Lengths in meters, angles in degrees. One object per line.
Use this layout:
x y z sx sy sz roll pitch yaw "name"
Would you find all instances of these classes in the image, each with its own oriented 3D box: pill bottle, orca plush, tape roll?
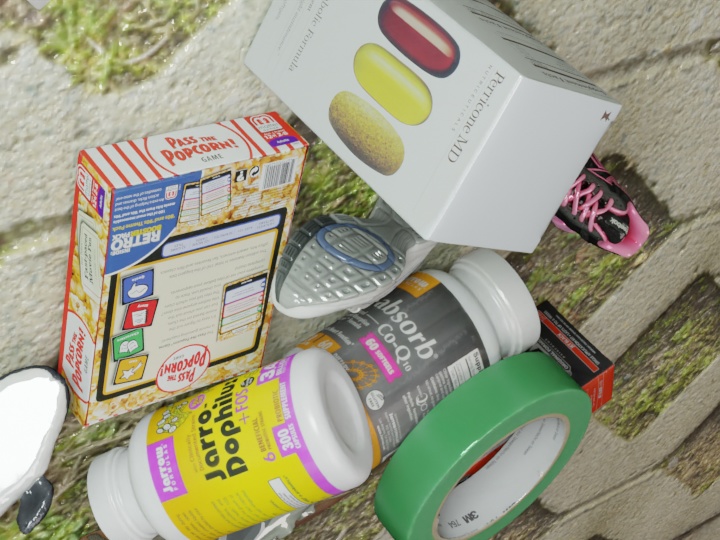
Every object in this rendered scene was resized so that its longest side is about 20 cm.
0.042 0.070 1.077 0.199 0.116 0.117 -32 143 -19 "pill bottle"
-0.260 0.152 0.886 0.071 0.104 0.202 155 -44 -82 "orca plush"
0.103 0.158 1.098 0.199 0.048 0.202 -31 148 -22 "tape roll"
-0.098 0.137 0.964 0.198 0.105 0.104 -23 149 16 "pill bottle"

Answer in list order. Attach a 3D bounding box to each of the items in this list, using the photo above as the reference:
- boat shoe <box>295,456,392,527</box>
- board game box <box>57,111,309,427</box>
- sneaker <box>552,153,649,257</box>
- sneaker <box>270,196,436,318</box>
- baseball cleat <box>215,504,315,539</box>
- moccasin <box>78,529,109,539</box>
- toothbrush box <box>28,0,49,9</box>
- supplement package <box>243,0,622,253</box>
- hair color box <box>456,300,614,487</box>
-0.051 0.179 1.142 0.199 0.072 0.068 -33 172 -13 "boat shoe"
-0.123 0.000 0.896 0.150 0.046 0.202 -16 136 -36 "board game box"
0.186 -0.065 1.107 0.079 0.095 0.199 -49 144 10 "sneaker"
0.000 0.000 0.972 0.199 0.074 0.088 -27 154 -52 "sneaker"
-0.129 0.203 1.045 0.199 0.107 0.070 -31 175 -35 "baseball cleat"
-0.191 0.285 1.100 0.077 0.074 0.203 -17 127 -22 "moccasin"
-0.131 -0.208 0.562 0.146 0.085 0.200 -43 180 -1 "toothbrush box"
0.040 -0.115 0.812 0.109 0.200 0.115 5 122 -48 "supplement package"
0.131 0.125 1.235 0.199 0.102 0.062 -33 145 -17 "hair color box"
